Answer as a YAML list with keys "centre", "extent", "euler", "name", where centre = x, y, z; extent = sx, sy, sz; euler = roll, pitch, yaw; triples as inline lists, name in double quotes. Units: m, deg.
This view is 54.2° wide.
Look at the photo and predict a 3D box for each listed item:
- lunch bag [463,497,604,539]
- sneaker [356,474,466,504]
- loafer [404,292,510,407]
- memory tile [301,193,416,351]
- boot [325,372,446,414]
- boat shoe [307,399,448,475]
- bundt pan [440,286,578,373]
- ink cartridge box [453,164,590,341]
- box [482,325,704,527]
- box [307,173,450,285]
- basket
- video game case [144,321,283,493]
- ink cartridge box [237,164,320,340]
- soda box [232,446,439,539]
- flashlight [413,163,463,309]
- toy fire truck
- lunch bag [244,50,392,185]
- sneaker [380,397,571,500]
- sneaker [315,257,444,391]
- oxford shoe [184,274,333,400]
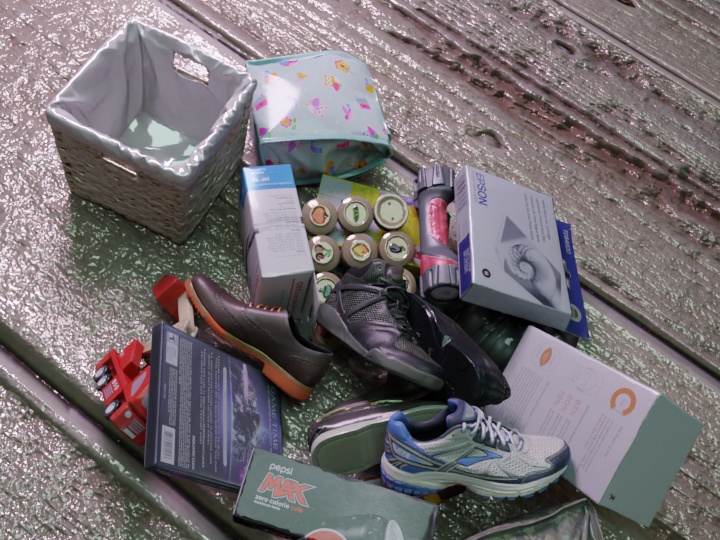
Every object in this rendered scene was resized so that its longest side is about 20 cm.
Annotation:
- centre: [0.137, 0.322, 0.708]
  extent: [0.195, 0.165, 0.120]
  euler: [-10, 63, -19]
  name: "lunch bag"
- centre: [0.032, 0.272, 0.776]
  extent: [0.195, 0.075, 0.092]
  euler: [-7, 72, -13]
  name: "sneaker"
- centre: [0.100, 0.096, 0.834]
  extent: [0.071, 0.074, 0.201]
  euler: [17, 23, -35]
  name: "loafer"
- centre: [0.000, 0.000, 0.920]
  extent: [0.149, 0.017, 0.206]
  euler: [-3, 77, -9]
  name: "memory tile"
- centre: [0.043, 0.148, 0.866]
  extent: [0.194, 0.076, 0.098]
  euler: [-8, 37, -10]
  name: "boot"
- centre: [0.038, 0.176, 0.786]
  extent: [0.196, 0.074, 0.061]
  euler: [-6, 20, -11]
  name: "boat shoe"
- centre: [0.209, 0.058, 0.944]
  extent: [0.196, 0.076, 0.206]
  euler: [7, 57, -11]
  name: "bundt pan"
- centre: [0.216, -0.026, 0.913]
  extent: [0.196, 0.041, 0.203]
  euler: [17, 50, -18]
  name: "ink cartridge box"
- centre: [0.250, 0.166, 0.786]
  extent: [0.096, 0.199, 0.126]
  euler: [29, 91, -31]
  name: "box"
- centre: [0.028, -0.055, 0.986]
  extent: [0.195, 0.049, 0.120]
  euler: [14, 56, -3]
  name: "box"
- centre: [-0.264, -0.176, 0.918]
  extent: [0.194, 0.162, 0.203]
  euler: [25, 55, 2]
  name: "basket"
- centre: [-0.147, 0.156, 0.745]
  extent: [0.019, 0.200, 0.146]
  euler: [-20, 56, 23]
  name: "video game case"
- centre: [-0.107, -0.016, 0.885]
  extent: [0.066, 0.117, 0.204]
  euler: [-6, 60, -17]
  name: "ink cartridge box"
- centre: [-0.025, 0.242, 0.701]
  extent: [0.195, 0.064, 0.072]
  euler: [18, 64, -2]
  name: "soda box"
- centre: [0.109, -0.050, 0.936]
  extent: [0.066, 0.068, 0.204]
  euler: [12, 57, -14]
  name: "flashlight"
- centre: [-0.225, 0.090, 0.779]
  extent: [0.141, 0.199, 0.049]
  euler: [-45, 120, -9]
  name: "toy fire truck"
- centre: [-0.061, -0.220, 1.022]
  extent: [0.195, 0.123, 0.174]
  euler: [-8, 60, -12]
  name: "lunch bag"
- centre: [0.115, 0.177, 0.715]
  extent: [0.194, 0.077, 0.088]
  euler: [-3, 102, 4]
  name: "sneaker"
- centre: [0.035, 0.054, 0.812]
  extent: [0.198, 0.076, 0.116]
  euler: [33, 91, 46]
  name: "sneaker"
- centre: [-0.119, 0.062, 0.834]
  extent: [0.199, 0.071, 0.073]
  euler: [40, 98, -3]
  name: "oxford shoe"
